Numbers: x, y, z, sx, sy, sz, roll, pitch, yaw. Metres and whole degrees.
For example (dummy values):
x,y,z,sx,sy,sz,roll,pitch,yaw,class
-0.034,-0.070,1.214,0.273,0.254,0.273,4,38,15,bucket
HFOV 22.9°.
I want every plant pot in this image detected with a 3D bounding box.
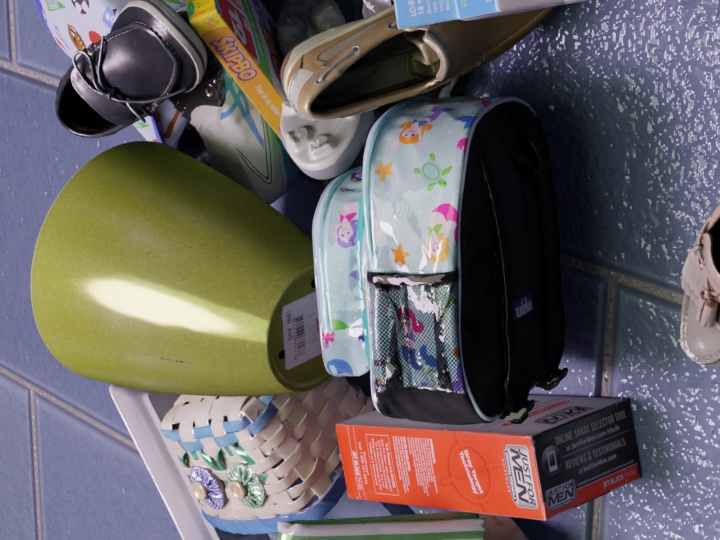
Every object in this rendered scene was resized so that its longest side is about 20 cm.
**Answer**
x,y,z,sx,sy,sz,roll,pitch,yaw,class
-0.105,0.018,1.292,0.199,0.187,0.188,19,117,39,plant pot

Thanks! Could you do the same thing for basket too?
x,y,z,sx,sy,sz,roll,pitch,yaw,class
-0.051,0.157,1.405,0.200,0.139,0.176,46,147,-22,basket

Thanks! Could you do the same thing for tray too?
x,y,z,sx,sy,sz,roll,pitch,yaw,class
-0.130,0.174,1.471,0.022,0.107,0.201,-35,75,25,tray

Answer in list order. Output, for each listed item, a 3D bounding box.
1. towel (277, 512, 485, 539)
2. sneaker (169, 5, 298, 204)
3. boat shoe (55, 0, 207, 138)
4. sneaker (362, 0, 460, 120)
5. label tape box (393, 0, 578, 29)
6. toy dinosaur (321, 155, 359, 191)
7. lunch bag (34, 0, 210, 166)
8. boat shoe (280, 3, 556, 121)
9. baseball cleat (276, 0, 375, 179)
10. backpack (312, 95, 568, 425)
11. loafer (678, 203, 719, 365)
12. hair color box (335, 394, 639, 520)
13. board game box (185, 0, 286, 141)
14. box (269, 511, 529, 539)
x,y,z,sx,sy,sz,roll,pitch,yaw,class
0.011,0.264,1.219,0.023,0.152,0.201,-130,41,-72,towel
-0.097,-0.129,1.340,0.072,0.073,0.200,21,150,31,sneaker
-0.166,-0.138,1.259,0.075,0.062,0.200,47,154,-13,boat shoe
0.031,-0.177,1.208,0.067,0.090,0.201,57,139,41,sneaker
0.104,-0.227,1.048,0.199,0.063,0.145,-9,98,9,label tape box
0.000,0.000,1.320,0.088,0.047,0.201,67,-173,-59,toy dinosaur
-0.172,-0.190,1.420,0.170,0.124,0.200,45,157,28,lunch bag
0.048,-0.144,1.133,0.072,0.199,0.076,61,180,-24,boat shoe
-0.014,-0.116,1.260,0.200,0.069,0.107,-95,-20,-47,baseball cleat
0.057,-0.016,1.167,0.150,0.177,0.201,7,107,25,backpack
0.231,-0.019,1.057,0.072,0.063,0.200,46,133,28,loafer
0.086,0.127,1.248,0.200,0.101,0.062,-3,99,50,hair color box
-0.077,-0.161,1.283,0.030,0.200,0.096,-20,56,10,board game box
0.021,0.232,1.272,0.095,0.199,0.078,-137,41,-72,box
